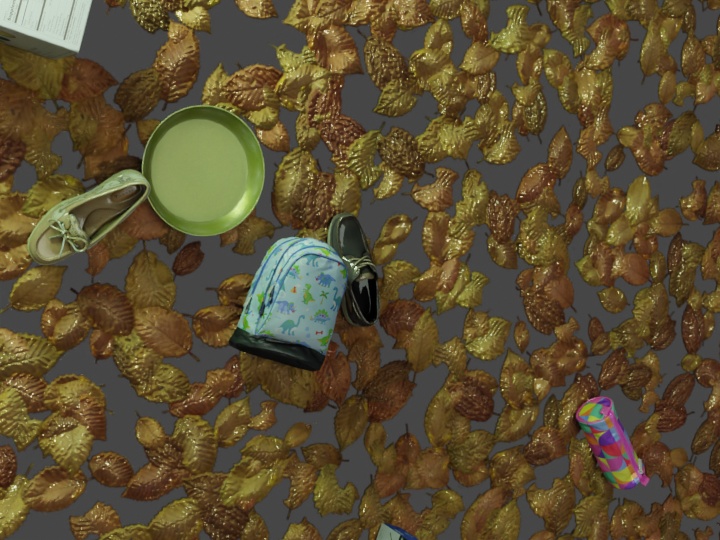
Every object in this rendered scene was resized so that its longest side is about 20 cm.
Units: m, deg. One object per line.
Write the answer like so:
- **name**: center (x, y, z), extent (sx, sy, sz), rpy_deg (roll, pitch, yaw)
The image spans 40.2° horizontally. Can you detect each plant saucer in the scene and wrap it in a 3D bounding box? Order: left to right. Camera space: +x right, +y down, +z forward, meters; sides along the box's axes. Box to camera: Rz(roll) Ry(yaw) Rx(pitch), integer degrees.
- **plant saucer**: center (-0.245, -0.154, 1.521), extent (0.199, 0.031, 0.201), rpy_deg (-5, 99, -30)

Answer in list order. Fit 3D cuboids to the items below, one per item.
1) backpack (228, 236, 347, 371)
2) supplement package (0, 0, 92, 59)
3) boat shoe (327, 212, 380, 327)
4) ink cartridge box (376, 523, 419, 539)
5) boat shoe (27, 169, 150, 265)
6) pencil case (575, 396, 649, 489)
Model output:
- **backpack**: center (-0.102, 0.045, 1.577), extent (0.163, 0.154, 0.201), rpy_deg (21, 73, -23)
- **supplement package**: center (-0.467, -0.384, 1.295), extent (0.199, 0.152, 0.151), rpy_deg (15, 90, -30)
- **boat shoe**: center (0.000, 0.000, 1.655), extent (0.074, 0.073, 0.201), rpy_deg (-20, 106, -26)
- **ink cartridge box**: center (0.044, 0.561, 1.739), extent (0.044, 0.094, 0.201), rpy_deg (21, 85, -30)
- **boat shoe**: center (-0.392, -0.077, 1.417), extent (0.200, 0.063, 0.073), rpy_deg (-39, 113, -8)
- **pencil case**: center (0.510, 0.351, 1.985), extent (0.088, 0.088, 0.200), rpy_deg (-41, 113, -19)
